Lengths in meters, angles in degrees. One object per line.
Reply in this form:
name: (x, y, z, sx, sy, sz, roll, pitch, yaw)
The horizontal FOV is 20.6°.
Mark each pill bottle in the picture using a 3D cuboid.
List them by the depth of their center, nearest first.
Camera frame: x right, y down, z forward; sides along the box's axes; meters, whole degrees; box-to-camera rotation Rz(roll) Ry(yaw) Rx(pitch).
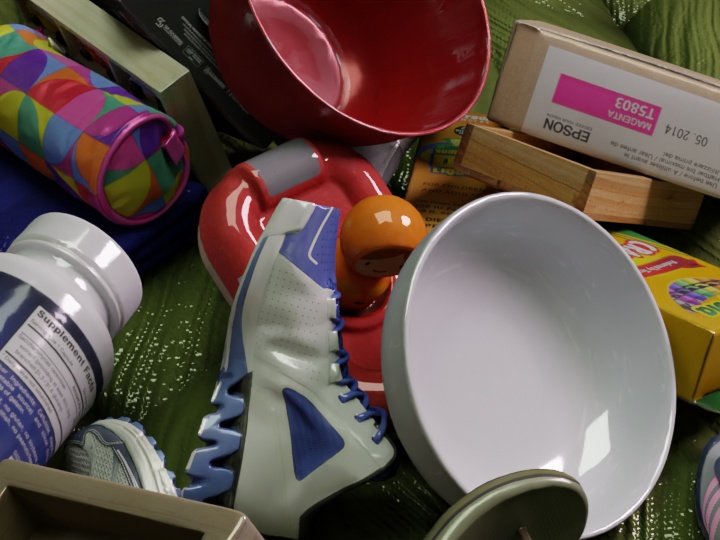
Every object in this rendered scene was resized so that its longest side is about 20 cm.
pill bottle: (-0.210, 0.061, 1.121, 0.111, 0.111, 0.200, 17, 48, 23)

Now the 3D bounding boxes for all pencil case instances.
pencil case: (-0.198, -0.105, 1.351, 0.088, 0.089, 0.200, -23, 41, -32)

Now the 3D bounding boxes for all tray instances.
tray: (0.152, -0.061, 1.343, 0.098, 0.037, 0.200, 24, 11, 28)

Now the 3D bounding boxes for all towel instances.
towel: (-0.221, -0.038, 1.371, 0.200, 0.050, 0.148, 18, 40, 28)

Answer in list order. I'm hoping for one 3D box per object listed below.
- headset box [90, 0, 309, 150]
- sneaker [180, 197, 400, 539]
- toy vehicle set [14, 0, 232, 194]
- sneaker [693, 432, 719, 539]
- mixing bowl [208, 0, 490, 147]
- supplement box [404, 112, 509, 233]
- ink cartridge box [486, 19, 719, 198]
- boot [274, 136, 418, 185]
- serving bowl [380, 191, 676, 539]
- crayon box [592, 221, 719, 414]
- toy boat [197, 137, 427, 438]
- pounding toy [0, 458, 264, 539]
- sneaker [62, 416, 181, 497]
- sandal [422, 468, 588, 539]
headset box: (-0.114, -0.170, 1.416, 0.075, 0.149, 0.200, -47, 21, -6)
sneaker: (-0.025, 0.066, 1.121, 0.115, 0.200, 0.081, 16, -1, 0)
toy vehicle set: (-0.171, -0.132, 1.416, 0.026, 0.124, 0.200, -40, 49, -17)
sneaker: (0.224, 0.135, 1.079, 0.070, 0.082, 0.200, 1, 33, 1)
mixing bowl: (-0.024, -0.157, 1.293, 0.200, 0.108, 0.201, 17, 58, -30)
supplement box: (0.062, -0.038, 1.359, 0.066, 0.069, 0.200, 7, 30, 4)
ink cartridge box: (0.198, -0.112, 1.384, 0.199, 0.075, 0.165, 20, 11, 8)
boot: (-0.039, -0.053, 1.377, 0.182, 0.073, 0.200, -17, 38, 50)
serving bowl: (0.086, 0.059, 1.132, 0.200, 0.201, 0.066, -30, 5, -39)
crayon box: (0.188, 0.026, 1.246, 0.200, 0.051, 0.127, 25, 21, 32)
toy boat: (0.000, 0.000, 1.188, 0.130, 0.131, 0.200, -28, 79, -31)
pounding toy: (-0.108, 0.213, 0.889, 0.200, 0.142, 0.184, 7, 52, 36)
sneaker: (-0.132, 0.150, 1.055, 0.085, 0.077, 0.200, -17, 36, -19)
sandal: (0.047, 0.176, 1.018, 0.201, 0.080, 0.057, -32, 40, -27)
